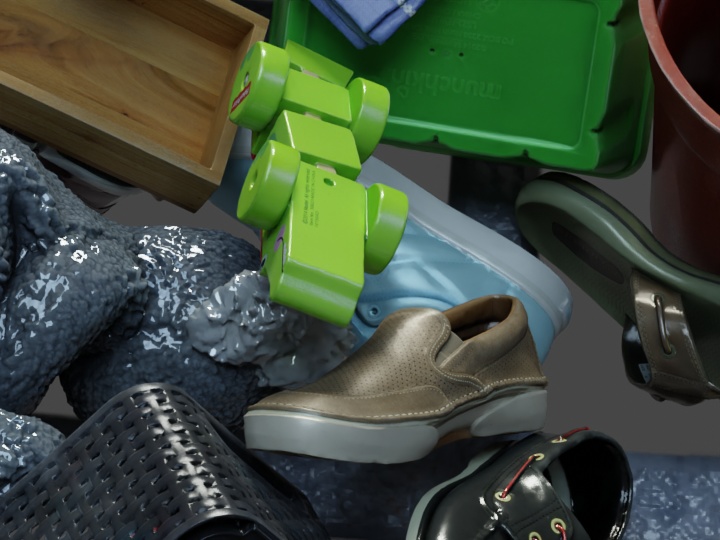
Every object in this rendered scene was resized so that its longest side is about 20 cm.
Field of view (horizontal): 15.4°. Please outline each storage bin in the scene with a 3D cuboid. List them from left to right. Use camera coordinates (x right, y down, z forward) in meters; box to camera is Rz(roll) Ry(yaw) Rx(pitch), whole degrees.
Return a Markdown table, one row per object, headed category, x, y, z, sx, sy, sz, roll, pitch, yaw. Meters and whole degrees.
| category | x | y | z | sx | sy | sz | roll | pitch | yaw |
| --- | --- | --- | --- | --- | --- | --- | --- | --- | --- |
| storage bin | -0.105 | 0.163 | 1.099 | 0.200 | 0.135 | 0.094 | -42 | 41 | 5 |

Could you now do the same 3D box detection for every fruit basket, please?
| category | x | y | z | sx | sy | sz | roll | pitch | yaw |
| --- | --- | --- | --- | --- | --- | --- | --- | --- | --- |
| fruit basket | 0.056 | -0.136 | 1.339 | 0.214 | 0.157 | 0.216 | 7 | 16 | -2 |

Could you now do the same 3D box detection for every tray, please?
| category | x | y | z | sx | sy | sz | roll | pitch | yaw |
| --- | --- | --- | --- | --- | --- | --- | --- | --- | --- |
| tray | -0.148 | -0.113 | 1.234 | 0.199 | 0.037 | 0.099 | 24 | 57 | -15 |

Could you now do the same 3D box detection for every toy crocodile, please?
| category | x | y | z | sx | sy | sz | roll | pitch | yaw |
| --- | --- | --- | --- | --- | --- | --- | --- | --- | --- |
| toy crocodile | -0.024 | -0.041 | 1.171 | 0.067 | 0.062 | 0.201 | 18 | 34 | -18 |

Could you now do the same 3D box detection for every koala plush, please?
| category | x | y | z | sx | sy | sz | roll | pitch | yaw |
| --- | --- | --- | --- | --- | --- | --- | --- | --- | --- |
| koala plush | -0.113 | 0.025 | 1.195 | 0.199 | 0.177 | 0.185 | 3 | 88 | -20 |

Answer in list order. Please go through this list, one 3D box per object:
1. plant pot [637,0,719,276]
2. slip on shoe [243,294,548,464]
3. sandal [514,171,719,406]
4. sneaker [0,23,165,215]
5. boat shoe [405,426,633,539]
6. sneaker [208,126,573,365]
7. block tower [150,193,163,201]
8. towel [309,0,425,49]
| category | x | y | z | sx | sy | sz | roll | pitch | yaw |
| --- | --- | --- | --- | --- | --- | --- | --- | --- | --- |
| plant pot | 0.219 | -0.074 | 1.251 | 0.199 | 0.196 | 0.202 | 0 | 60 | 0 |
| slip on shoe | 0.019 | 0.046 | 1.155 | 0.076 | 0.199 | 0.061 | 5 | 95 | 37 |
| sandal | 0.142 | 0.030 | 1.261 | 0.057 | 0.080 | 0.201 | -38 | 58 | -26 |
| sneaker | -0.199 | -0.076 | 1.283 | 0.199 | 0.116 | 0.076 | 32 | 57 | -10 |
| boat shoe | 0.069 | 0.120 | 1.153 | 0.063 | 0.074 | 0.201 | -10 | 13 | 23 |
| sneaker | 0.000 | 0.000 | 1.268 | 0.199 | 0.074 | 0.082 | 25 | 60 | 7 |
| block tower | -0.141 | -0.120 | 1.353 | 0.058 | 0.054 | 0.200 | -35 | 66 | -20 |
| towel | 0.028 | -0.215 | 1.242 | 0.200 | 0.024 | 0.145 | -43 | 77 | -5 |
